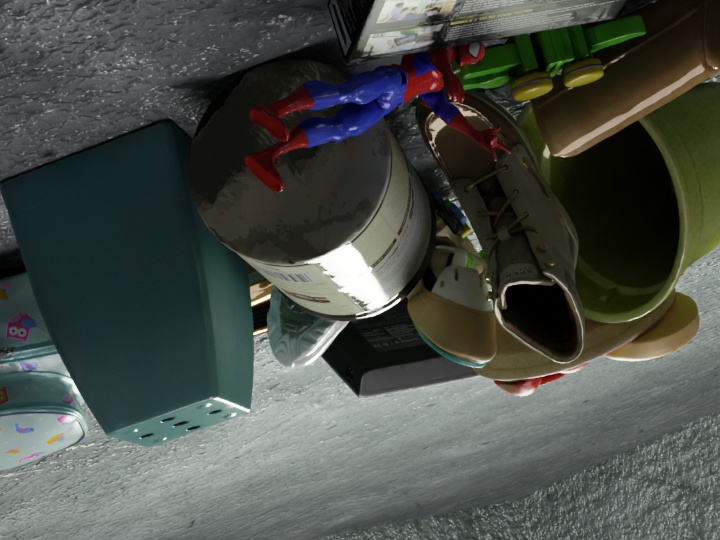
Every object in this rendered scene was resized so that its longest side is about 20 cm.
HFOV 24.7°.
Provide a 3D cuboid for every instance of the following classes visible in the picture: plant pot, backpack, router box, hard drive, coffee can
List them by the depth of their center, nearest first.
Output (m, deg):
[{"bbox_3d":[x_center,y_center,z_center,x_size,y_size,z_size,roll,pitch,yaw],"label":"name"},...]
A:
[{"bbox_3d":[0.091,-0.198,1.020,0.198,0.052,0.149,-12,162,-18],"label":"router box"},{"bbox_3d":[-0.029,-0.054,1.216,0.145,0.148,0.200,-18,164,7],"label":"coffee can"},{"bbox_3d":[-0.161,0.021,1.235,0.140,0.202,0.141,-18,165,10],"label":"plant pot"},{"bbox_3d":[0.253,-0.079,1.398,0.183,0.202,0.200,-20,170,-38],"label":"plant pot"},{"bbox_3d":[-0.297,0.080,1.399,0.198,0.154,0.176,-22,160,-7],"label":"backpack"},{"bbox_3d":[0.013,0.049,1.581,0.138,0.200,0.033,-9,122,-28],"label":"hard drive"}]

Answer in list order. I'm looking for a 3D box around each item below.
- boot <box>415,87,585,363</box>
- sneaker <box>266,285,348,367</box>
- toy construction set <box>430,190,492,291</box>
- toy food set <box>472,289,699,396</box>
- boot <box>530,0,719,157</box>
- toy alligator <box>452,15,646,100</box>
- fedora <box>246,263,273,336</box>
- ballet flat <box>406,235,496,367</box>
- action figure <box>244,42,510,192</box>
[{"bbox_3d":[0.111,-0.037,1.269,0.072,0.155,0.200,-28,117,20],"label":"boot"},{"bbox_3d":[0.000,0.000,1.365,0.201,0.078,0.099,-58,143,-2],"label":"sneaker"},{"bbox_3d":[0.094,-0.010,1.502,0.092,0.132,0.200,-43,-160,-15],"label":"toy construction set"},{"bbox_3d":[0.192,0.051,1.454,0.198,0.049,0.198,-25,-165,-2],"label":"toy food set"},{"bbox_3d":[0.223,-0.132,1.191,0.199,0.176,0.066,-27,129,26],"label":"boot"},{"bbox_3d":[0.108,-0.151,1.188,0.198,0.060,0.054,-15,173,-7],"label":"toy alligator"},{"bbox_3d":[-0.084,0.000,1.468,0.199,0.083,0.201,-22,168,-5],"label":"fedora"},{"bbox_3d":[0.069,0.017,1.295,0.068,0.064,0.200,15,-168,-14],"label":"ballet flat"},{"bbox_3d":[0.029,-0.102,1.072,0.199,0.099,0.066,-34,150,-36],"label":"action figure"}]
